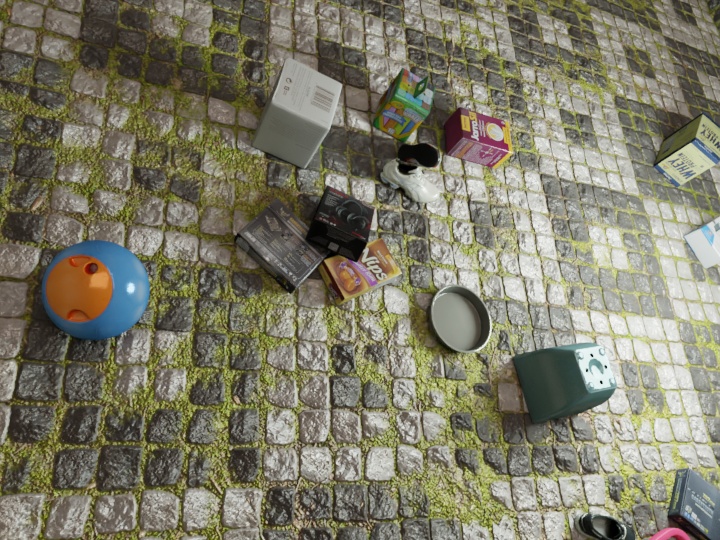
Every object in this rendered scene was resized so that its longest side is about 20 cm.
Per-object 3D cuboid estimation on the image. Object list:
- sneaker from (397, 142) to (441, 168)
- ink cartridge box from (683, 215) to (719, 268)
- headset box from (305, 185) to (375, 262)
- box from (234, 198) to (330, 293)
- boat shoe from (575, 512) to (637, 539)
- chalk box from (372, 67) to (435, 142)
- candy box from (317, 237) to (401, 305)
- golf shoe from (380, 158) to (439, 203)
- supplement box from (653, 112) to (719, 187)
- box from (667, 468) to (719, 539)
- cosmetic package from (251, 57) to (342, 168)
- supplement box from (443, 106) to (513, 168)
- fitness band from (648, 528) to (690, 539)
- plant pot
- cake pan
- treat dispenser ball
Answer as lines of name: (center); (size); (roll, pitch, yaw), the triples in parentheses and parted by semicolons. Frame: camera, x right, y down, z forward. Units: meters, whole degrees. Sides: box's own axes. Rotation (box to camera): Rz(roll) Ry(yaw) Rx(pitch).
sneaker: (0.207, -0.339, 1.709); (0.107, 0.201, 0.068); (6, 101, -31)
ink cartridge box: (1.382, -0.117, 2.234); (0.199, 0.086, 0.147); (-24, 80, -31)
headset box: (-0.048, -0.131, 1.509); (0.148, 0.077, 0.201); (25, 37, -8)
box: (-0.196, -0.065, 1.461); (0.200, 0.048, 0.159); (43, 55, -3)
boat shoe: (0.671, 0.699, 1.530); (0.199, 0.060, 0.076); (18, 61, -18)
chalk box: (0.141, -0.513, 1.738); (0.123, 0.200, 0.126); (24, 59, -14)
candy box: (0.000, 0.000, 1.524); (0.199, 0.056, 0.117); (-23, 78, -34)
golf shoe: (0.161, -0.267, 1.700); (0.199, 0.097, 0.079); (20, 59, -18)
supplement box: (1.327, -0.484, 2.304); (0.134, 0.200, 0.200); (38, 58, -4)
box: (1.016, 0.714, 1.698); (0.200, 0.051, 0.158); (40, 55, -4)
cosmetic package: (-0.173, -0.418, 1.542); (0.165, 0.200, 0.168); (21, 60, -17)
supplement box: (0.387, -0.435, 1.882); (0.198, 0.103, 0.132); (9, 64, -22)
fitness band: (0.863, 0.807, 1.592); (0.199, 0.037, 0.145); (-12, 71, -31)
plant pot: (0.584, 0.297, 1.588); (0.195, 0.200, 0.197); (-3, 70, -27)
cake pan: (0.276, 0.138, 1.606); (0.199, 0.037, 0.202); (11, 63, -21)
treat dispenser ball: (-0.533, 0.039, 1.158); (0.199, 0.201, 0.202); (10, 63, -21)
